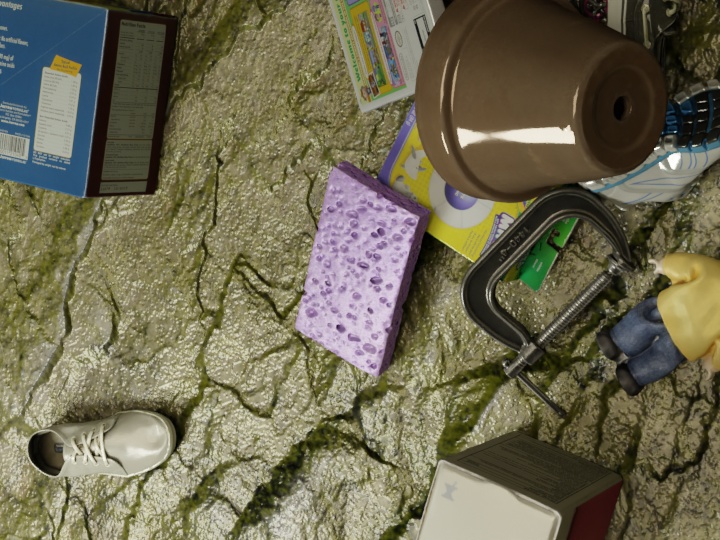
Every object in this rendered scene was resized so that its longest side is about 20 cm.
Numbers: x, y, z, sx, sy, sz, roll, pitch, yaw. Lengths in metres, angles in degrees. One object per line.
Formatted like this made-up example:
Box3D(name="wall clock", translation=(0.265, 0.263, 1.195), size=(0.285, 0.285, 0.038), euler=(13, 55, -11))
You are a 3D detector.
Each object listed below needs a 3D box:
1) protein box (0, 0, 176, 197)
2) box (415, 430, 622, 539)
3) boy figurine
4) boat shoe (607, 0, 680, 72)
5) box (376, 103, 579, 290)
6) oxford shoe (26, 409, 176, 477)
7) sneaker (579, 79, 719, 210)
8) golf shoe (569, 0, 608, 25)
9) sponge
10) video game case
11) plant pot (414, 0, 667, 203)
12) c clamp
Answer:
Box3D(name="protein box", translation=(-0.330, -0.199, 1.726), size=(0.196, 0.135, 0.203), euler=(13, 99, 25))
Box3D(name="box", translation=(0.151, 0.237, 1.480), size=(0.127, 0.199, 0.110), euler=(21, 102, 24))
Box3D(name="boy figurine", translation=(0.316, 0.034, 1.460), size=(0.199, 0.064, 0.125), euler=(-36, 78, 23))
Box3D(name="boat shoe", translation=(0.268, -0.237, 1.466), size=(0.063, 0.071, 0.203), euler=(7, 106, 24))
Box3D(name="box", translation=(0.118, -0.075, 1.553), size=(0.199, 0.048, 0.118), euler=(33, 107, 19))
Box3D(name="oxford shoe", translation=(-0.300, 0.202, 1.783), size=(0.198, 0.058, 0.076), euler=(-7, 88, 25))
Box3D(name="sneaker", translation=(0.300, -0.109, 1.448), size=(0.199, 0.086, 0.076), euler=(-20, 44, 40))
Box3D(name="golf shoe", translation=(0.200, -0.302, 1.491), size=(0.072, 0.092, 0.202), euler=(-8, 112, 18))
Box3D(name="sponge", translation=(0.000, 0.000, 1.600), size=(0.111, 0.030, 0.202), euler=(29, 124, 23))
Box3D(name="video game case", translation=(0.022, -0.271, 1.544), size=(0.181, 0.022, 0.203), euler=(-11, 96, 62))
Box3D(name="plant pot", translation=(0.175, -0.153, 1.380), size=(0.174, 0.198, 0.203), euler=(15, 102, 53))
Box3D(name="c clamp", translation=(0.190, 0.022, 1.516), size=(0.170, 0.027, 0.201), euler=(35, 110, -9))
